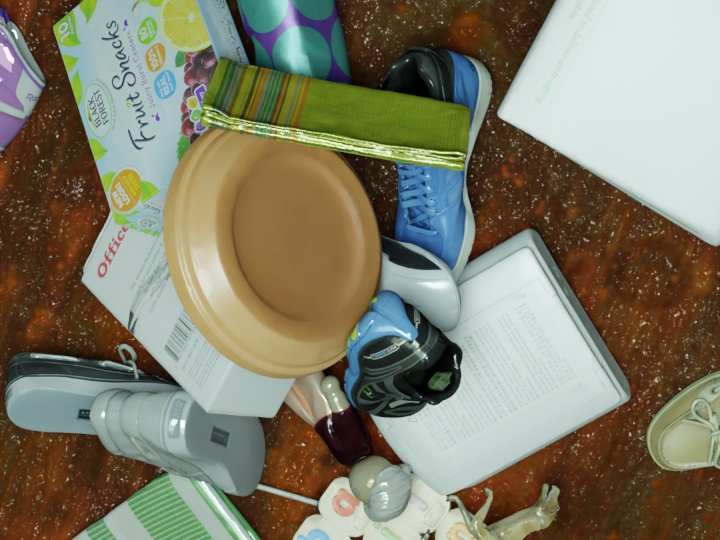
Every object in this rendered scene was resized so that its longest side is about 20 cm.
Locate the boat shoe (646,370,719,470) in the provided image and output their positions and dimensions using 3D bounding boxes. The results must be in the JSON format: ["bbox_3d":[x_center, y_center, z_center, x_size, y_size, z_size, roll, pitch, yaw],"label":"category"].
[{"bbox_3d":[0.329,0.116,1.496,0.200,0.063,0.074,-19,99,13],"label":"boat shoe"}]

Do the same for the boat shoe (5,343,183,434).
[{"bbox_3d":[-0.208,0.108,1.584,0.198,0.068,0.074,5,132,-14],"label":"boat shoe"}]

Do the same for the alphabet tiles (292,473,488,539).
[{"bbox_3d":[0.026,0.279,1.566,0.195,0.015,0.200,35,93,10],"label":"alphabet tiles"}]

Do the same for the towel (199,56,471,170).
[{"bbox_3d":[-0.016,-0.119,1.367,0.199,0.086,0.018,10,128,-1],"label":"towel"}]

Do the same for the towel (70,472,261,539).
[{"bbox_3d":[-0.179,0.275,1.641,0.200,0.023,0.153,-37,92,19],"label":"towel"}]

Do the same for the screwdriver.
[{"bbox_3d":[-0.053,0.201,1.602,0.199,0.029,0.028,14,105,6],"label":"screwdriver"}]

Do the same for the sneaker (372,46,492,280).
[{"bbox_3d":[0.043,-0.079,1.456,0.076,0.111,0.201,14,94,35],"label":"sneaker"}]

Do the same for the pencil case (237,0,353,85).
[{"bbox_3d":[-0.062,-0.208,1.480,0.085,0.092,0.201,-19,101,-31],"label":"pencil case"}]

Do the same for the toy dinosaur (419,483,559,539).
[{"bbox_3d":[0.091,0.255,1.520,0.101,0.058,0.201,30,92,10],"label":"toy dinosaur"}]

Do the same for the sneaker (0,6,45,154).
[{"bbox_3d":[-0.357,-0.196,1.548,0.200,0.073,0.114,37,103,-10],"label":"sneaker"}]

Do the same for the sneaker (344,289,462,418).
[{"bbox_3d":[0.036,0.080,1.403,0.083,0.200,0.071,34,75,13],"label":"sneaker"}]

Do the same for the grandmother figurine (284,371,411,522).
[{"bbox_3d":[-0.025,0.124,1.535,0.060,0.121,0.200,-36,76,-3],"label":"grandmother figurine"}]

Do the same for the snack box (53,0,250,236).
[{"bbox_3d":[-0.160,-0.151,1.468,0.142,0.053,0.201,-35,60,26],"label":"snack box"}]

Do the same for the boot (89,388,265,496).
[{"bbox_3d":[-0.152,0.137,1.535,0.095,0.200,0.074,7,72,20],"label":"boot"}]

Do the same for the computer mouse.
[{"bbox_3d":[0.000,0.000,1.478,0.200,0.044,0.110,23,129,44],"label":"computer mouse"}]

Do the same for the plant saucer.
[{"bbox_3d":[-0.055,-0.021,1.361,0.037,0.200,0.201,-17,101,47],"label":"plant saucer"}]

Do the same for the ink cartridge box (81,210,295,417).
[{"bbox_3d":[-0.121,0.003,1.490,0.200,0.084,0.145,42,109,37],"label":"ink cartridge box"}]

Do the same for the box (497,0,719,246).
[{"bbox_3d":[0.239,-0.162,1.392,0.199,0.171,0.200,30,106,2],"label":"box"}]

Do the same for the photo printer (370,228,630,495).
[{"bbox_3d":[0.100,0.084,1.526,0.199,0.069,0.167,-32,95,16],"label":"photo printer"}]
